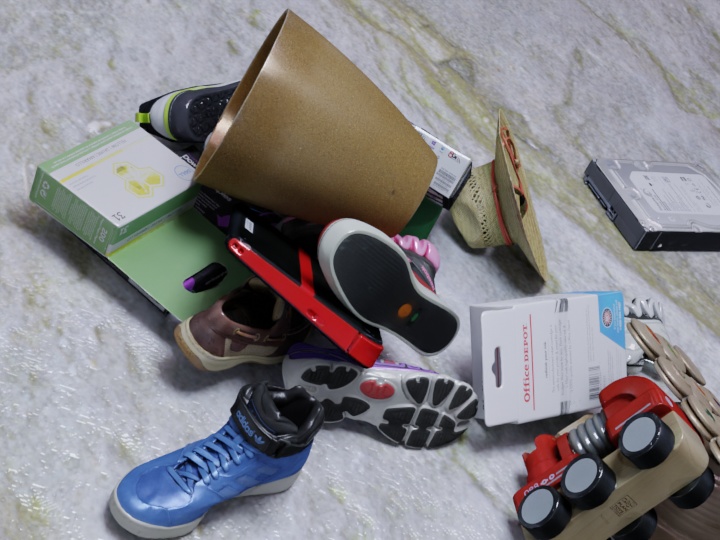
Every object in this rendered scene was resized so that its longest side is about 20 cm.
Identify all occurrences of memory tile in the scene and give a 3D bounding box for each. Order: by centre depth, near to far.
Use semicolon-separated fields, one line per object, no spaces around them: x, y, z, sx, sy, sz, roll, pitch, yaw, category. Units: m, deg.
0.329;0.135;1.489;0.153;0.017;0.201;33;21;-51;memory tile

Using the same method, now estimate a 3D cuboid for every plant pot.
-0.033;-0.119;1.520;0.199;0.187;0.187;30;34;-12;plant pot
0.344;0.196;1.576;0.199;0.093;0.202;18;35;-13;plant pot

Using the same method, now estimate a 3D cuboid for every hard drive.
0.394;-0.085;2.008;0.199;0.038;0.140;0;44;-33;hard drive

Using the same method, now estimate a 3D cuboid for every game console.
-0.055;0.012;1.470;0.176;0.031;0.200;37;7;-10;game console

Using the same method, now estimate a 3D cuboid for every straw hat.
0.146;-0.073;1.778;0.084;0.202;0.202;-15;37;11;straw hat

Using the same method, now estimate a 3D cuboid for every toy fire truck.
0.227;0.167;1.479;0.129;0.176;0.201;41;20;-32;toy fire truck

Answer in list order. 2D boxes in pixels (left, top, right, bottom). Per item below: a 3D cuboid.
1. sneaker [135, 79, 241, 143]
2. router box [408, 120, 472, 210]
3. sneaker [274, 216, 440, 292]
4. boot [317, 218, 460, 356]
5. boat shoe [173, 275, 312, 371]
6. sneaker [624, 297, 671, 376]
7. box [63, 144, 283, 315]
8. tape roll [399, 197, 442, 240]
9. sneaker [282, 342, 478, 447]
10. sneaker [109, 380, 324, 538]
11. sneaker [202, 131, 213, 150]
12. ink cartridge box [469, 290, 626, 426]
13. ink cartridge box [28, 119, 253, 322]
-0.170;-0.173;1.704;0.082;0.072;0.200;4;4;29;sneaker
0.022;-0.140;1.666;0.199;0.051;0.149;32;-1;4;router box
0.000;0.000;1.604;0.199;0.079;0.096;16;51;-27;sneaker
-0.003;-0.009;1.475;0.144;0.072;0.200;45;1;43;boot
-0.091;0.041;1.466;0.072;0.072;0.199;53;27;16;boat shoe
0.261;0.075;1.695;0.198;0.075;0.082;-1;55;-31;sneaker
-0.180;-0.045;1.572;0.143;0.036;0.200;40;38;14;box
-0.005;-0.097;1.744;0.199;0.048;0.201;19;36;-14;tape roll
0.020;0.104;1.490;0.198;0.081;0.084;18;24;-20;sneaker
-0.113;0.149;1.308;0.199;0.112;0.077;-11;50;-41;sneaker
-0.064;-0.113;1.629;0.198;0.073;0.072;17;51;-1;sneaker
0.174;0.085;1.568;0.199;0.117;0.066;-5;4;-38;ink cartridge box
-0.195;-0.050;1.499;0.199;0.048;0.145;36;36;13;ink cartridge box
